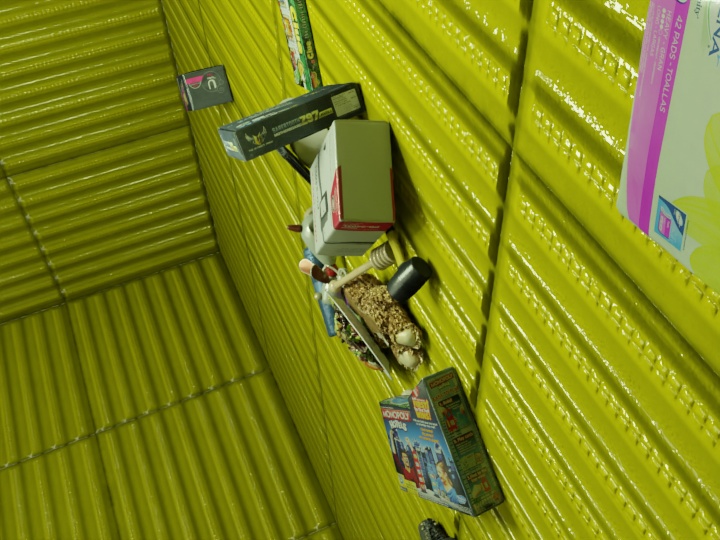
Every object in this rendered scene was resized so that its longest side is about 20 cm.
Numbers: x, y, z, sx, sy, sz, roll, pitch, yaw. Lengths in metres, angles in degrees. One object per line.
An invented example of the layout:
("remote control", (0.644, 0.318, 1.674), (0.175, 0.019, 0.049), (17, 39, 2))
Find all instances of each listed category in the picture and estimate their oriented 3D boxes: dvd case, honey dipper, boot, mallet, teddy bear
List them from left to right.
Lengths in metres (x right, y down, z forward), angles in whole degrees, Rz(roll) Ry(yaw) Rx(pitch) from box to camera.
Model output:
("dvd case", (-0.091, -0.166, 1.373), (0.200, 0.016, 0.149), (44, -177, -35))
("boot", (-0.088, -0.225, 1.407), (0.091, 0.072, 0.201), (67, 176, -50))
("honey dipper", (0.000, 0.000, 1.250), (0.200, 0.038, 0.038), (-31, 78, 53))
("teddy bear", (0.047, 0.077, 1.286), (0.200, 0.066, 0.146), (37, 154, 57))
("mallet", (0.053, -0.054, 1.138), (0.066, 0.041, 0.202), (-40, 52, 39))
("boot", (0.141, 0.503, 1.439), (0.201, 0.077, 0.139), (89, 162, -48))

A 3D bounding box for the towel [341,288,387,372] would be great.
("towel", (0.004, 0.108, 1.546), (0.200, 0.023, 0.145), (-145, 38, -68))

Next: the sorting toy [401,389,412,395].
("sorting toy", (0.123, 0.300, 1.311), (0.200, 0.036, 0.187), (168, 84, -75))

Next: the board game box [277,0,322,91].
("board game box", (-0.108, -0.408, 1.315), (0.105, 0.023, 0.202), (-139, 33, -59))

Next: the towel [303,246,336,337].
("towel", (-0.073, 0.042, 1.677), (0.112, 0.048, 0.202), (155, 98, -85))

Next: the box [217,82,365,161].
("box", (-0.109, -0.229, 1.186), (0.051, 0.198, 0.158), (70, 167, -17))

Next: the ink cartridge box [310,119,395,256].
("ink cartridge box", (-0.016, -0.113, 1.138), (0.200, 0.082, 0.147), (137, 130, -72))

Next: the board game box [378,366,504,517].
("board game box", (0.111, 0.246, 1.175), (0.199, 0.061, 0.202), (-5, 100, 61))

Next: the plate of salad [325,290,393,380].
("plate of salad", (-0.009, 0.122, 1.396), (0.201, 0.048, 0.200), (54, 176, 5))

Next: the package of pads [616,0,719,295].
("package of pads", (0.219, -0.078, 0.421), (0.155, 0.068, 0.201), (-124, 20, -47))

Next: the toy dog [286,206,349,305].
("toy dog", (-0.091, -0.029, 1.537), (0.132, 0.095, 0.202), (150, 109, -72))

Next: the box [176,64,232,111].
("box", (-0.452, -0.525, 2.243), (0.200, 0.121, 0.107), (-149, 42, -68))
